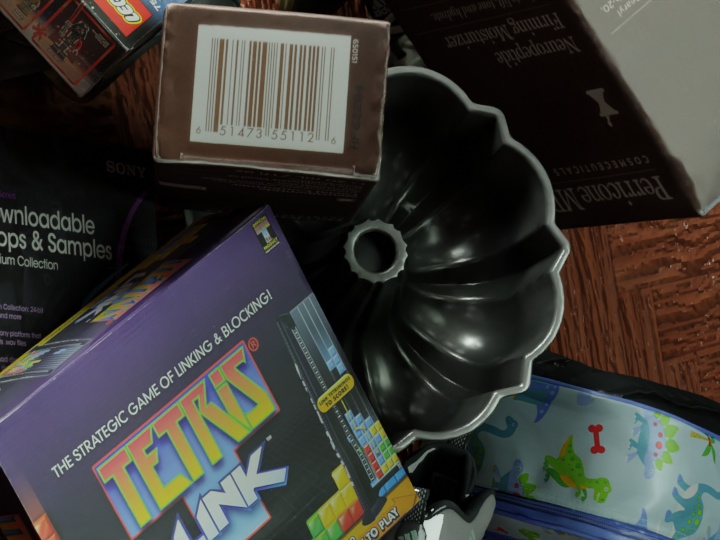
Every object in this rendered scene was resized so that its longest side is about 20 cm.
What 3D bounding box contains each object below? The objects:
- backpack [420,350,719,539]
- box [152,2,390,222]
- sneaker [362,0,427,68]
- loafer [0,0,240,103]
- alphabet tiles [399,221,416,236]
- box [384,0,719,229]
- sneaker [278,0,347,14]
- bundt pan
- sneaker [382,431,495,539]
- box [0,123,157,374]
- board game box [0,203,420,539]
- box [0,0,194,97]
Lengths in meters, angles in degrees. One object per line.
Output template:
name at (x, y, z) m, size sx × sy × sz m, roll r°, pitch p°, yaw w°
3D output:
backpack at (0.127, 0.126, 1.598) m, size 0.200 × 0.182 × 0.148 m, roll 25°, pitch 78°, yaw -56°
box at (-0.043, -0.068, 1.313) m, size 0.200 × 0.100 × 0.075 m, roll 132°, pitch -38°, yaw -86°
sneaker at (0.024, -0.108, 1.623) m, size 0.115 × 0.076 × 0.201 m, roll 41°, pitch 51°, yaw -25°
loafer at (-0.133, -0.115, 1.364) m, size 0.200 × 0.073 × 0.073 m, roll -2°, pitch 93°, yaw -48°
alphabet tiles at (0.055, 0.017, 1.602) m, size 0.200 × 0.008 × 0.168 m, roll -41°, pitch 144°, yaw -39°
box at (0.134, -0.150, 1.511) m, size 0.164 × 0.166 × 0.200 m, roll -41°, pitch 106°, yaw -24°
sneaker at (-0.025, -0.232, 1.552) m, size 0.077 × 0.088 × 0.201 m, roll -11°, pitch 117°, yaw -53°
bundt pan at (0.000, 0.000, 1.458) m, size 0.201 × 0.076 × 0.203 m, roll 3°, pitch 74°, yaw -12°
sneaker at (0.039, 0.142, 1.488) m, size 0.200 × 0.077 × 0.140 m, roll 47°, pitch 54°, yaw -85°
box at (-0.144, 0.036, 1.334) m, size 0.143 × 0.036 × 0.201 m, roll 7°, pitch 76°, yaw -57°
board game box at (-0.081, 0.091, 1.301) m, size 0.200 × 0.057 × 0.166 m, roll -41°, pitch 112°, yaw -39°
box at (-0.152, -0.185, 1.290) m, size 0.200 × 0.040 × 0.137 m, roll 48°, pitch 34°, yaw -4°
